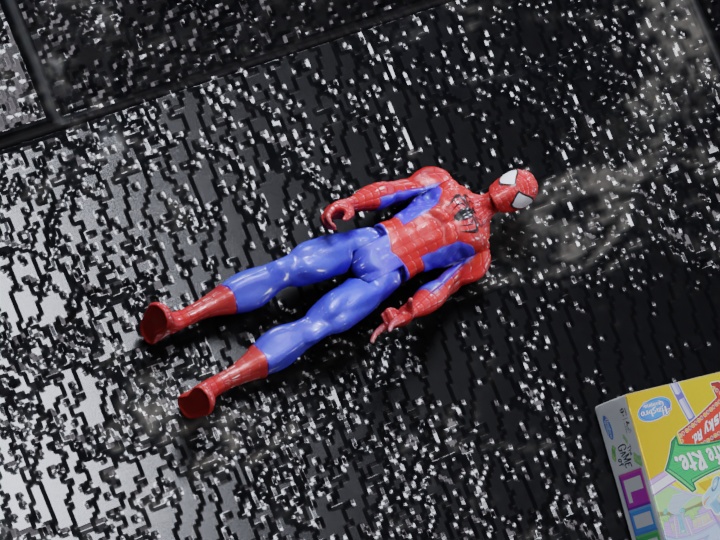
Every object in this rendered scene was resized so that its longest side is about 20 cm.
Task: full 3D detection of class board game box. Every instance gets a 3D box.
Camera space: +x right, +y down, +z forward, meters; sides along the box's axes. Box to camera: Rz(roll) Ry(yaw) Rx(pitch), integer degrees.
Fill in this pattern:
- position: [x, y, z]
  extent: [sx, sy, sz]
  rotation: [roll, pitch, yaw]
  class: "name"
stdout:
- position: [0.221, 0.105, 1.373]
  extent: [0.200, 0.034, 0.135]
  rotation: [-12, 82, -24]
  class: "board game box"

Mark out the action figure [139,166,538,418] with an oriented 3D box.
- position: [0.000, 0.000, 1.307]
  extent: [0.200, 0.052, 0.065]
  rotation: [-28, 84, -27]
  class: "action figure"
